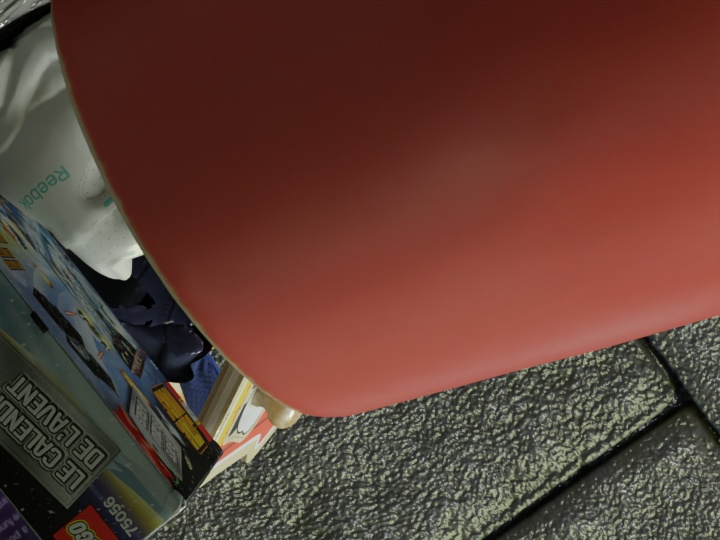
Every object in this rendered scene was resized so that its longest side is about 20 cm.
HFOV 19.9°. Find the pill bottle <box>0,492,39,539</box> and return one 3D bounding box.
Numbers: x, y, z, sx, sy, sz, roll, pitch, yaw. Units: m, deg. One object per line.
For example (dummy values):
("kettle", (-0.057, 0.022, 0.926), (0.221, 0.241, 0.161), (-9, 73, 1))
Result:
("pill bottle", (-0.151, 0.098, 0.712), (0.111, 0.200, 0.111), (-37, 180, 0))

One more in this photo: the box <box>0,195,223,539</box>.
("box", (-0.102, 0.021, 0.628), (0.040, 0.137, 0.200), (-39, 179, -2))

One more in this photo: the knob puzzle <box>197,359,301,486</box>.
("knob puzzle", (0.000, 0.000, 0.864), (0.220, 0.030, 0.220), (-58, 171, -15))

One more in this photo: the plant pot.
("plant pot", (0.038, -0.064, 0.481), (0.177, 0.201, 0.200), (-27, -177, 17))

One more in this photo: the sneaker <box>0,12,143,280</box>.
("sneaker", (-0.059, -0.049, 0.666), (0.070, 0.080, 0.200), (-39, 180, 29))

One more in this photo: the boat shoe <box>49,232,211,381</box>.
("boat shoe", (-0.109, 0.019, 0.861), (0.075, 0.092, 0.200), (-64, -175, -11))

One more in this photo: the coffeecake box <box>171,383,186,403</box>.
("coffeecake box", (-0.199, 0.098, 0.960), (0.199, 0.073, 0.153), (-12, -170, 24))

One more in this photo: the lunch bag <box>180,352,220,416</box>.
("lunch bag", (-0.195, 0.094, 1.222), (0.200, 0.136, 0.132), (-36, 179, -25))
